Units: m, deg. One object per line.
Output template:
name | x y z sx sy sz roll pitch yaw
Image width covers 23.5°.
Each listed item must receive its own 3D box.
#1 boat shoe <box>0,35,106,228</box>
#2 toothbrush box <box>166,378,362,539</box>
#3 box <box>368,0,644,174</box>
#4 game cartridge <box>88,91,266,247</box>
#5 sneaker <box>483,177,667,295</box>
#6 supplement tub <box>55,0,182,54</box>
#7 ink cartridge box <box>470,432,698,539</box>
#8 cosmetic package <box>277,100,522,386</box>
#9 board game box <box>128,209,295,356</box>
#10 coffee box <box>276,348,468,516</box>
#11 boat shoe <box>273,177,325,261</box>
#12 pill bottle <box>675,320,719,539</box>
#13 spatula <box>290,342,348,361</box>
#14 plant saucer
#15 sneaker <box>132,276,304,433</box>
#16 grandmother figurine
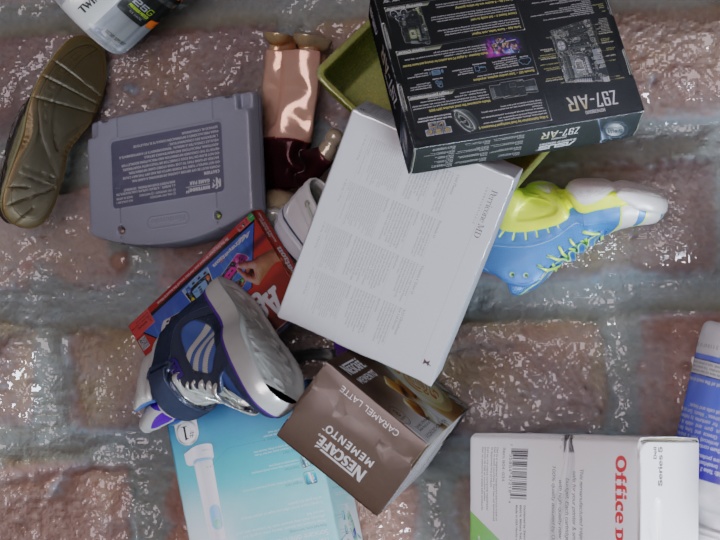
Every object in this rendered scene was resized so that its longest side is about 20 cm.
boat shoe | -0.314 -0.139 1.710 0.065 0.073 0.201 6 69 54
toothbrush box | -0.085 0.213 1.611 0.145 0.085 0.202 -15 81 14
box | 0.119 -0.174 1.447 0.198 0.044 0.161 -10 66 -9
game cartridge | -0.176 -0.090 1.661 0.199 0.041 0.134 -7 78 32
sneaker | 0.180 -0.030 1.573 0.198 0.076 0.106 3 98 23
supplement tub | -0.201 -0.315 1.665 0.200 0.122 0.123 -41 77 10
ink cartridge box | 0.190 0.214 1.490 0.199 0.084 0.147 -4 83 49
cosmetic package | 0.033 -0.023 1.487 0.150 0.052 0.201 25 109 9
board game box | -0.133 0.042 1.633 0.200 0.019 0.103 -40 76 33
coffee box | 0.015 0.131 1.523 0.114 0.200 0.080 37 101 9
boat shoe | 0.000 0.000 1.568 0.200 0.073 0.067 43 128 14
pill bottle | 0.326 0.152 1.491 0.111 0.112 0.202 14 90 16
spatula | -0.056 0.082 1.646 0.198 0.021 0.057 -12 104 18
plant saucer | 0.082 -0.158 1.563 0.200 0.048 0.200 44 61 0
sneaker | -0.134 0.108 1.533 0.147 0.080 0.200 -49 34 12
grandmother figurine | -0.068 -0.123 1.651 0.121 0.060 0.202 8 91 42
